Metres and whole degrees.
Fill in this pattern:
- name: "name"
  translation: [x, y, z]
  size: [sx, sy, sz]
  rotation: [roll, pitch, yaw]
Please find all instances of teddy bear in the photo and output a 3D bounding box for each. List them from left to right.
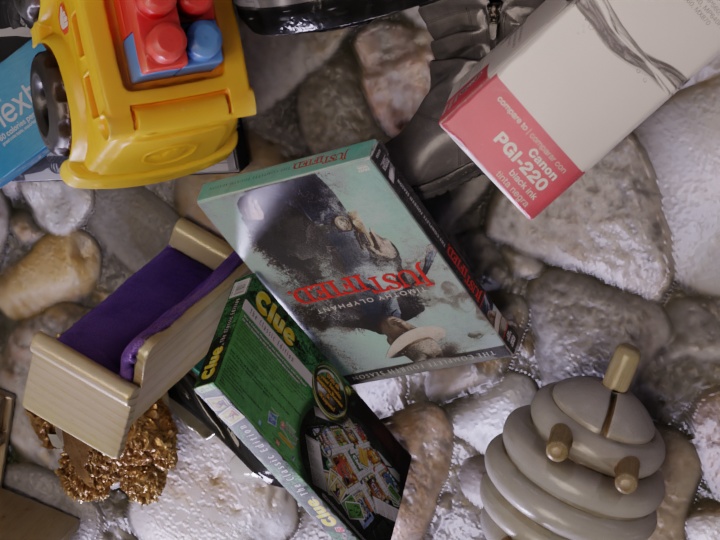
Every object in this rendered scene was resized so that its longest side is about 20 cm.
- name: "teddy bear"
  translation: [-0.193, 0.116, 1.464]
  size: [0.145, 0.066, 0.200]
  rotation: [52, 150, 14]

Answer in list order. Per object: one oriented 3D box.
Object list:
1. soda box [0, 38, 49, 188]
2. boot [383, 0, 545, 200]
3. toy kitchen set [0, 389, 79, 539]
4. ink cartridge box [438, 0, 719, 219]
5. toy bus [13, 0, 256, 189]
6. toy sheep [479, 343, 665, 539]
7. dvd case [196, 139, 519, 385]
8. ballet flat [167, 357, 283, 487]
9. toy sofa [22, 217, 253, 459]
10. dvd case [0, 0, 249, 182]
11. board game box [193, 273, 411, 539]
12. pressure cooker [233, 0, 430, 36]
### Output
- name: "soda box"
  translation: [-0.236, -0.118, 1.385]
  size: [0.199, 0.064, 0.068]
  rotation: [-31, 95, 31]
- name: "boot"
  translation: [0.055, -0.120, 1.282]
  size: [0.198, 0.070, 0.133]
  rotation: [-11, 102, 17]
- name: "toy kitchen set"
  translation: [-0.343, 0.195, 1.519]
  size: [0.198, 0.180, 0.165]
  rotation: [19, 116, 12]
- name: "ink cartridge box"
  translation: [0.149, -0.137, 1.145]
  size: [0.085, 0.146, 0.200]
  rotation: [45, 105, -6]
- name: "toy bus"
  translation: [-0.139, -0.168, 1.223]
  size: [0.192, 0.134, 0.202]
  rotation: [152, 106, -72]
- name: "toy sheep"
  translation: [0.143, 0.141, 1.298]
  size: [0.137, 0.138, 0.201]
  rotation: [31, 109, 11]
- name: "dvd case"
  translation: [0.000, 0.000, 1.317]
  size: [0.145, 0.022, 0.200]
  rotation: [-11, 133, 32]
- name: "ballet flat"
  translation: [-0.088, 0.109, 1.438]
  size: [0.200, 0.068, 0.069]
  rotation: [42, 132, 17]
- name: "toy sofa"
  translation: [-0.144, 0.032, 1.351]
  size: [0.082, 0.200, 0.098]
  rotation: [28, 126, 13]
- name: "dvd case"
  translation: [-0.182, -0.141, 1.403]
  size: [0.198, 0.025, 0.152]
  rotation: [-1, 109, 25]
- name: "board game box"
  translation: [-0.035, 0.107, 1.342]
  size: [0.023, 0.105, 0.200]
  rotation: [-18, 125, 34]
- name: "pressure cooker"
  translation: [-0.015, -0.260, 1.187]
  size: [0.174, 0.179, 0.202]
  rotation: [-6, 108, 30]
